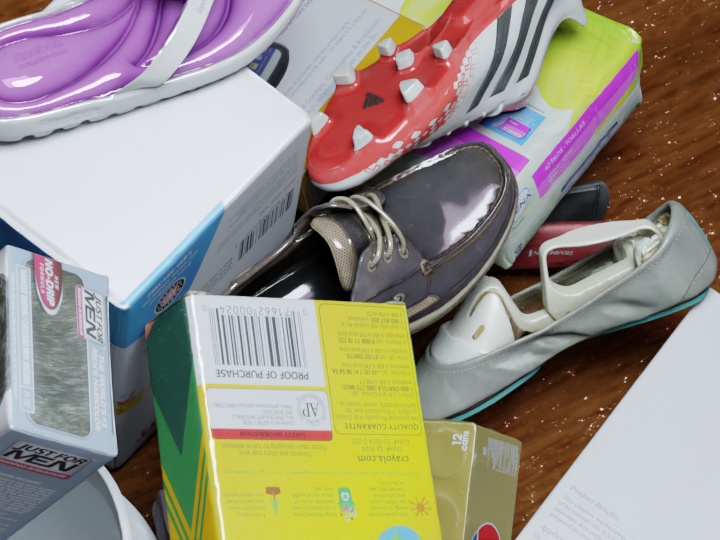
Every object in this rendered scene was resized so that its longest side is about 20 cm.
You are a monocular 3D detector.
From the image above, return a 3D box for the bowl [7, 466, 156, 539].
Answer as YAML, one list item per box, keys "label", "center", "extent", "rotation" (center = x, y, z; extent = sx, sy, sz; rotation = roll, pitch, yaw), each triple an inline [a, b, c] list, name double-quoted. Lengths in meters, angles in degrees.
- label: "bowl"
  center: [-0.159, 0.188, 1.292]
  extent: [0.090, 0.201, 0.202]
  rotation: [31, 52, -43]

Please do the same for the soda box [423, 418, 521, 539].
- label: "soda box"
  center: [0.030, 0.177, 1.317]
  extent: [0.068, 0.064, 0.201]
  rotation: [2, 79, 27]

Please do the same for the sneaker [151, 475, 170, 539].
- label: "sneaker"
  center: [-0.046, 0.101, 1.381]
  extent: [0.115, 0.075, 0.200]
  rotation: [12, 66, -5]

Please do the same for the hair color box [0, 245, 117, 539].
- label: "hair color box"
  center: [-0.197, 0.082, 1.245]
  extent: [0.061, 0.200, 0.099]
  rotation: [19, 49, -35]

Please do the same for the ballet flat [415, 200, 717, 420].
- label: "ballet flat"
  center: [0.095, 0.020, 1.417]
  extent: [0.200, 0.064, 0.067]
  rotation: [-26, 24, 5]

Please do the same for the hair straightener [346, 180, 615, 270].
- label: "hair straightener"
  center: [0.047, -0.030, 1.490]
  extent: [0.199, 0.041, 0.077]
  rotation: [-7, 46, -5]

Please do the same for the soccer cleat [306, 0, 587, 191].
- label: "soccer cleat"
  center: [0.050, -0.101, 1.380]
  extent: [0.069, 0.085, 0.200]
  rotation: [18, 59, 44]

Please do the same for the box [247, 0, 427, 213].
- label: "box"
  center: [-0.074, -0.122, 1.442]
  extent: [0.200, 0.042, 0.119]
  rotation: [28, 65, 28]

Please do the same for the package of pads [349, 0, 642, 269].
- label: "package of pads"
  center: [0.045, -0.108, 1.478]
  extent: [0.200, 0.068, 0.155]
  rotation: [27, 61, 24]

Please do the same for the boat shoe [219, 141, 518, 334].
- label: "boat shoe"
  center: [0.000, 0.000, 1.346]
  extent: [0.200, 0.073, 0.075]
  rotation: [-40, 66, -9]

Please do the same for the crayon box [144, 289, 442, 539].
- label: "crayon box"
  center: [-0.028, 0.114, 1.248]
  extent: [0.127, 0.051, 0.200]
  rotation: [4, 68, -32]

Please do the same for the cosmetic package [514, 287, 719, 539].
- label: "cosmetic package"
  center: [0.171, 0.121, 1.401]
  extent: [0.113, 0.081, 0.200]
  rotation: [38, 64, 11]

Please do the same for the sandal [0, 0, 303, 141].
- label: "sandal"
  center: [-0.107, -0.123, 1.275]
  extent: [0.202, 0.050, 0.083]
  rotation: [-31, 70, -20]

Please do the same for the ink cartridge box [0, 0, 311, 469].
- label: "ink cartridge box"
  center: [-0.132, -0.024, 1.363]
  extent: [0.146, 0.200, 0.147]
  rotation: [37, 64, 13]
